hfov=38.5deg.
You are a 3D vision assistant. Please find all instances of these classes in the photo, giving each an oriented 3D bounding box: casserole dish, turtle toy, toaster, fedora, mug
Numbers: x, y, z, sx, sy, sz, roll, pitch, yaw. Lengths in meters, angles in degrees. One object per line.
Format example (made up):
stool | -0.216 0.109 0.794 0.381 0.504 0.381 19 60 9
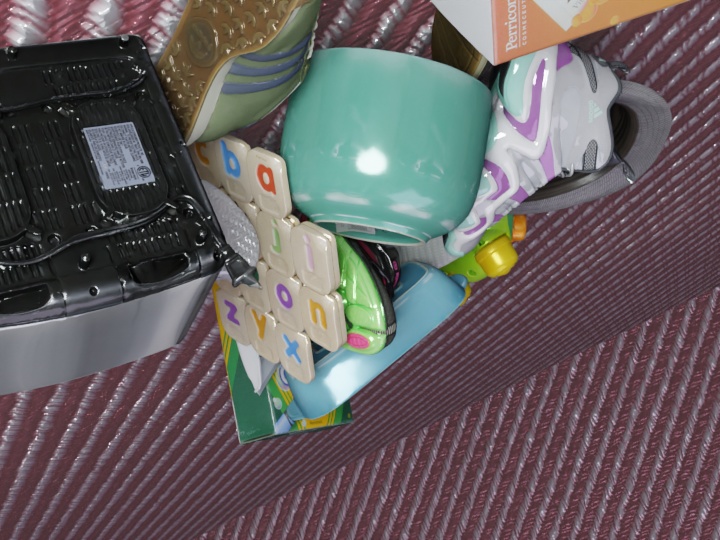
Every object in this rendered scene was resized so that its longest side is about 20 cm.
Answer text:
casserole dish | 0.006 0.054 0.906 0.199 0.039 0.121 -39 -167 -5
turtle toy | 0.092 -0.043 1.065 0.101 0.147 0.200 -27 171 -42
toaster | -0.187 -0.029 0.619 0.179 0.202 0.119 -14 157 -28
fedora | 0.169 -0.134 0.934 0.197 0.091 0.178 -13 149 -6
mug | 0.027 -0.080 0.770 0.183 0.116 0.151 15 172 -40

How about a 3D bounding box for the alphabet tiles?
alphabet tiles | -0.082 -0.013 0.797 0.015 0.199 0.198 -29 128 -32

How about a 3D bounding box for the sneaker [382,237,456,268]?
sneaker | 0.025 -0.037 0.980 0.198 0.083 0.074 -23 147 35

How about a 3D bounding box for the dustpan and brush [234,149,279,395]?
dustpan and brush | -0.081 -0.012 0.905 0.057 0.202 0.140 -10 -153 27

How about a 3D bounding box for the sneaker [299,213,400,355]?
sneaker | 0.000 0.000 0.838 0.082 0.201 0.078 5 115 -17

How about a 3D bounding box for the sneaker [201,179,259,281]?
sneaker | -0.179 -0.028 0.771 0.197 0.076 0.115 15 157 -15

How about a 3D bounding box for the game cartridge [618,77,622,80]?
game cartridge | 0.202 -0.135 1.098 0.199 0.042 0.133 -33 165 28

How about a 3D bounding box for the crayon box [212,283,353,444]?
crayon box | -0.079 0.059 1.005 0.051 0.203 0.125 -19 168 32

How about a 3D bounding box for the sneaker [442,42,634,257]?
sneaker | 0.152 -0.083 0.829 0.138 0.078 0.202 15 124 -10

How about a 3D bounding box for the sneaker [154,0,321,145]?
sneaker | -0.062 -0.153 0.659 0.089 0.068 0.200 -22 165 -46

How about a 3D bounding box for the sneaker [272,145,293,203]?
sneaker | -0.005 -0.081 0.924 0.198 0.075 0.079 -7 163 -43

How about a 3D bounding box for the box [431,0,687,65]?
box | 0.139 -0.219 0.581 0.197 0.098 0.126 -20 133 -10

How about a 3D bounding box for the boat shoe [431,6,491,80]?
boat shoe | 0.102 -0.192 0.730 0.064 0.074 0.200 -12 160 -18
